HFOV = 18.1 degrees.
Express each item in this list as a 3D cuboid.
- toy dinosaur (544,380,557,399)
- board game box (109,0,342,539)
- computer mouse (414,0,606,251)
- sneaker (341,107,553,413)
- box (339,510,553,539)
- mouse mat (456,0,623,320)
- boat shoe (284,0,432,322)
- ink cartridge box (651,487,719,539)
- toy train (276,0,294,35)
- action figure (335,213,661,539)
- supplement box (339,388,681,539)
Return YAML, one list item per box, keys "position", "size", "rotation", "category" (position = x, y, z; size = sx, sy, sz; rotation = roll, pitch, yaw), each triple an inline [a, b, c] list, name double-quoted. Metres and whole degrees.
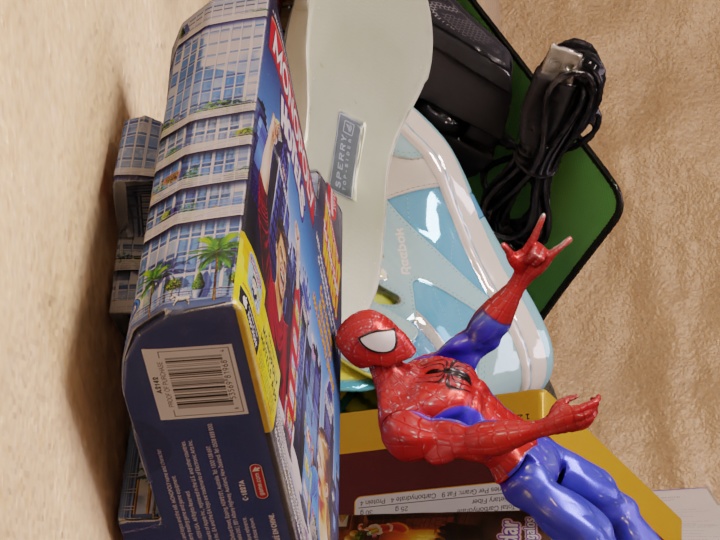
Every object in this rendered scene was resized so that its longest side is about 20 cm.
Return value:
- position: [0.042, 0.046, 1.220]
  size: [0.077, 0.200, 0.103]
  rotation: [-27, 141, -54]
  category: "toy dinosaur"
- position: [-0.046, 0.012, 0.801]
  size: [0.200, 0.061, 0.200]
  rotation: [-88, 171, -46]
  category: "board game box"
- position: [0.029, -0.105, 1.165]
  size: [0.053, 0.200, 0.139]
  rotation: [-28, 150, -37]
  category: "computer mouse"
- position: [0.000, 0.000, 1.131]
  size: [0.200, 0.130, 0.080]
  rotation: [56, -36, 6]
  category: "sneaker"
- position: [0.004, 0.168, 0.823]
  size: [0.200, 0.136, 0.039]
  rotation: [-84, 170, -54]
  category: "box"
- position: [0.059, -0.043, 1.228]
  size: [0.161, 0.008, 0.200]
  rotation: [54, -36, 17]
  category: "mouse mat"
- position: [-0.023, -0.057, 0.972]
  size: [0.070, 0.071, 0.201]
  rotation: [29, 58, -31]
  category: "boat shoe"
- position: [0.120, 0.164, 1.289]
  size: [0.200, 0.197, 0.044]
  rotation: [-92, 180, -84]
  category: "ink cartridge box"
- position: [-0.045, -0.132, 0.985]
  size: [0.200, 0.034, 0.046]
  rotation: [74, 18, -58]
  category: "toy train"
- position: [0.085, 0.063, 0.845]
  size: [0.099, 0.200, 0.065]
  rotation: [-50, -170, 30]
  category: "action figure"
- position: [0.055, 0.185, 1.013]
  size: [0.197, 0.132, 0.201]
  rotation: [42, 45, -56]
  category: "supplement box"
